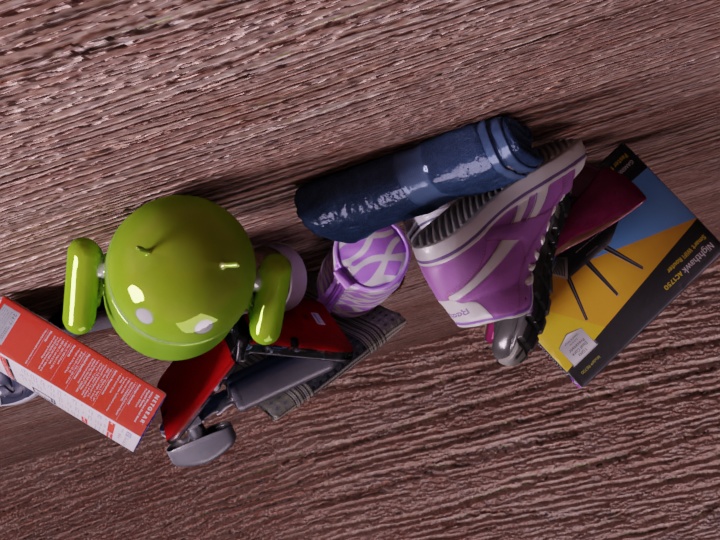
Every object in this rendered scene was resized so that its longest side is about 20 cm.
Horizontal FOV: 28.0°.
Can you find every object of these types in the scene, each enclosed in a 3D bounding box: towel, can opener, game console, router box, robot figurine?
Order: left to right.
[{"bbox_3d":[-0.284,0.107,1.425,0.049,0.179,0.200,-59,-176,-15],"label":"router box"},{"bbox_3d":[-0.144,0.007,1.141,0.174,0.117,0.200,6,168,-11],"label":"robot figurine"},{"bbox_3d":[-0.114,0.138,1.504,0.198,0.067,0.053,-24,-163,-6],"label":"can opener"},{"bbox_3d":[-0.111,0.099,1.470,0.170,0.120,0.200,6,-168,-13],"label":"game console"},{"bbox_3d":[-0.073,0.084,1.624,0.192,0.035,0.199,-36,-147,-20],"label":"towel"},{"bbox_3d":[0.049,-0.074,1.212,0.198,0.049,0.111,-18,171,19],"label":"towel"},{"bbox_3d":[0.241,-0.004,1.447,0.200,0.149,0.051,-44,174,0],"label":"router box"}]

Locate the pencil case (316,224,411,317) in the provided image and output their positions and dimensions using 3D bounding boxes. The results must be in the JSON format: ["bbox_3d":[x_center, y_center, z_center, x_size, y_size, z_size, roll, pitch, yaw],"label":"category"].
[{"bbox_3d":[0.000,0.000,1.506,0.086,0.084,0.200,-49,177,-11],"label":"pencil case"}]

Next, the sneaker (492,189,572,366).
[{"bbox_3d":[0.141,-0.011,1.333,0.078,0.202,0.075,8,163,18],"label":"sneaker"}]

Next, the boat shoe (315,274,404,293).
[{"bbox_3d":[-0.038,0.037,1.753,0.198,0.074,0.065,-16,167,5],"label":"boat shoe"}]

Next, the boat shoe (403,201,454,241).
[{"bbox_3d":[0.083,-0.034,1.516,0.071,0.063,0.200,-16,174,6],"label":"boat shoe"}]

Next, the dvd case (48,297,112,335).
[{"bbox_3d":[-0.237,0.038,1.562,0.198,0.018,0.142,-11,172,-29],"label":"dvd case"}]

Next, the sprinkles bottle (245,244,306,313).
[{"bbox_3d":[-0.138,0.014,1.391,0.068,0.069,0.199,-21,171,37],"label":"sprinkles bottle"}]

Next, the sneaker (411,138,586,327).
[{"bbox_3d":[0.137,-0.028,1.270,0.200,0.115,0.072,-38,-160,-23],"label":"sneaker"}]

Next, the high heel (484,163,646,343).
[{"bbox_3d":[0.192,-0.008,1.387,0.095,0.201,0.067,26,-173,6],"label":"high heel"}]

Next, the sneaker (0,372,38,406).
[{"bbox_3d":[-0.433,0.122,1.581,0.198,0.071,0.108,-15,175,22],"label":"sneaker"}]
